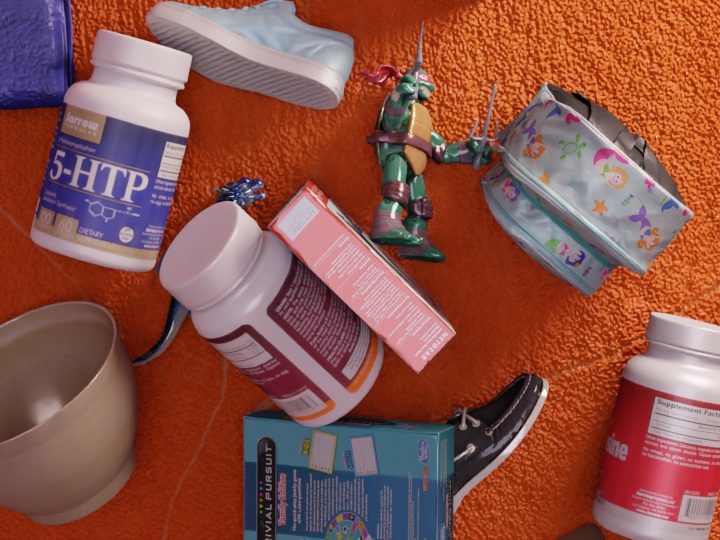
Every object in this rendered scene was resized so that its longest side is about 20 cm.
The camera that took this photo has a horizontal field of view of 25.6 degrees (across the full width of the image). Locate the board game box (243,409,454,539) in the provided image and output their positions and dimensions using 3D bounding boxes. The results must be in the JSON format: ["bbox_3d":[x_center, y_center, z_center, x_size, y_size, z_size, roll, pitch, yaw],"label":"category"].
[{"bbox_3d":[-0.012,0.214,1.474,0.197,0.047,0.153,3,95,23],"label":"board game box"}]

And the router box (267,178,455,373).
[{"bbox_3d":[0.000,0.000,1.417,0.179,0.200,0.049,44,93,-5],"label":"router box"}]

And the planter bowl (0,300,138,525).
[{"bbox_3d":[-0.283,0.143,1.446,0.198,0.201,0.136,-24,122,2],"label":"planter bowl"}]

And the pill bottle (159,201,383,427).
[{"bbox_3d":[-0.080,0.039,1.415,0.114,0.114,0.200,-43,120,3],"label":"pill bottle"}]

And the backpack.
[{"bbox_3d":[0.199,-0.071,1.406,0.177,0.200,0.151,39,93,-9],"label":"backpack"}]

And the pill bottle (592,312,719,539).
[{"bbox_3d":[0.288,0.147,1.472,0.111,0.112,0.203,12,94,-1],"label":"pill bottle"}]

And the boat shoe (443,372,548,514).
[{"bbox_3d":[0.096,0.167,1.496,0.060,0.074,0.200,40,102,-8],"label":"boat shoe"}]

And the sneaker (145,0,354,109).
[{"bbox_3d":[-0.098,-0.217,1.475,0.198,0.074,0.083,22,64,3],"label":"sneaker"}]

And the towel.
[{"bbox_3d":[-0.366,-0.221,1.478,0.197,0.050,0.150,-3,87,1],"label":"towel"}]

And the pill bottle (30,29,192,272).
[{"bbox_3d":[-0.221,-0.110,1.447,0.118,0.120,0.203,15,94,-1],"label":"pill bottle"}]

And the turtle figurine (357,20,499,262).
[{"bbox_3d":[0.055,-0.116,1.462,0.149,0.100,0.203,17,77,-44],"label":"turtle figurine"}]

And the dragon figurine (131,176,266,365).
[{"bbox_3d":[-0.155,-0.003,1.486,0.199,0.059,0.100,-38,94,2],"label":"dragon figurine"}]

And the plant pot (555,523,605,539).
[{"bbox_3d":[0.186,0.383,1.458,0.198,0.177,0.202,-27,94,1],"label":"plant pot"}]
